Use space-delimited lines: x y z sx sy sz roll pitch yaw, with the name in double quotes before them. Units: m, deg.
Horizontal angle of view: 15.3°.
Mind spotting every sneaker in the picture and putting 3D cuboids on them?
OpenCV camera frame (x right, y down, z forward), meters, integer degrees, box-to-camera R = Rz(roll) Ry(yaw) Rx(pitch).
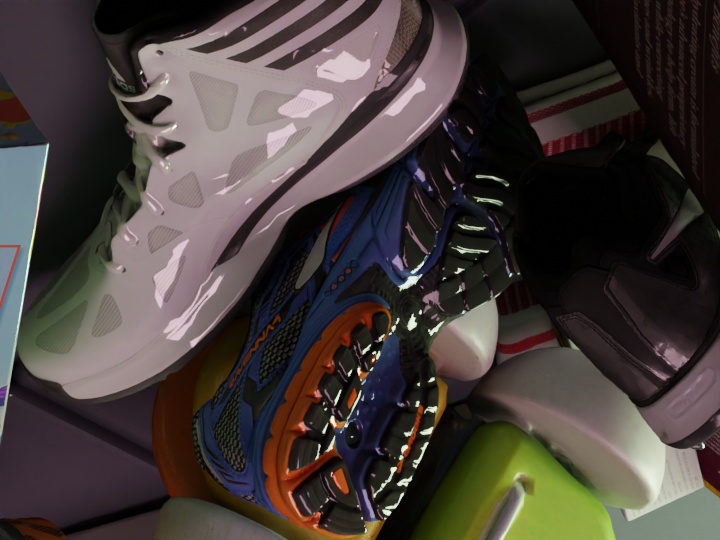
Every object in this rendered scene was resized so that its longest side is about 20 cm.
"sneaker" 0.000 0.000 0.942 0.075 0.078 0.200 55 53 -35
"sneaker" -0.070 -0.046 0.905 0.200 0.076 0.115 -42 131 17
"sneaker" 0.096 -0.020 0.941 0.090 0.200 0.066 37 115 -13

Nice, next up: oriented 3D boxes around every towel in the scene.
"towel" 0.116 -0.024 1.090 0.144 0.023 0.200 -21 144 -8

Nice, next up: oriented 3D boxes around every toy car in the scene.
"toy car" 0.006 0.091 1.045 0.200 0.175 0.150 37 160 -18

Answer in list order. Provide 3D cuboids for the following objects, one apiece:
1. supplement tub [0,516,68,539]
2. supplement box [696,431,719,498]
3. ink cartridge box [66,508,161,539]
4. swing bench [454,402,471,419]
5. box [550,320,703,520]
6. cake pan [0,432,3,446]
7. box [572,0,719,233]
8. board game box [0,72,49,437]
"supplement tub" -0.198 0.147 0.936 0.199 0.123 0.123 -7 141 -28
"supplement box" 0.198 0.033 1.105 0.110 0.086 0.200 -44 150 -13
"ink cartridge box" -0.098 0.194 1.168 0.145 0.084 0.200 -15 144 -16
"swing bench" 0.052 0.196 1.174 0.129 0.199 0.200 -15 143 -19
"box" 0.105 0.036 1.107 0.041 0.039 0.200 -24 144 1
"cake pan" -0.223 0.094 0.993 0.200 0.037 0.201 -18 144 -14
"box" 0.174 -0.109 0.861 0.164 0.200 0.166 -22 146 -9
"board game box" -0.175 0.020 0.837 0.105 0.103 0.201 -6 128 -29
